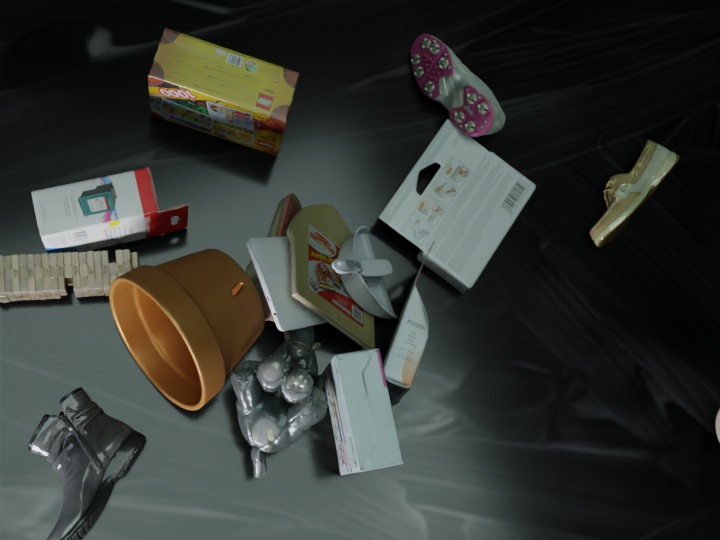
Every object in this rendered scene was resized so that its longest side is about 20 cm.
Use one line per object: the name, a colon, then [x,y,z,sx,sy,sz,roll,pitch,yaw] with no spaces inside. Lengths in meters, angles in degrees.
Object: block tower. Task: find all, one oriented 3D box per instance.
block tower: [-0.405,0.007,1.391,0.196,0.054,0.059,-5,77,-12]

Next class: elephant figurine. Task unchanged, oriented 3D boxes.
elephant figurine: [-0.099,0.154,1.390,0.154,0.200,0.143,-29,100,10]

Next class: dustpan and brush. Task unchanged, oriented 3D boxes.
dustpan and brush: [0.000,0.000,1.402,0.057,0.199,0.142,-24,78,30]

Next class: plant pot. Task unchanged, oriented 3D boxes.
plant pot: [-0.221,0.065,1.353,0.139,0.200,0.201,-34,85,-32]

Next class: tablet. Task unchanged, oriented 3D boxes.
tablet: [-0.079,0.013,1.400,0.014,0.199,0.132,-25,81,28]

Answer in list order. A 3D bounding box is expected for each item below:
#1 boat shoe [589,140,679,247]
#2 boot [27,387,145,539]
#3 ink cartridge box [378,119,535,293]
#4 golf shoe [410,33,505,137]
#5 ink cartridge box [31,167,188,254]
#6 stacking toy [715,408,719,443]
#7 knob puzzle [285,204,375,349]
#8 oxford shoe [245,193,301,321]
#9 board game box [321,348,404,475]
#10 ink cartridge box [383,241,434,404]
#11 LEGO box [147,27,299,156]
boat shoe: [0.414,-0.122,1.573,0.066,0.074,0.200,40,71,13]
boot: [-0.389,0.267,1.336,0.131,0.070,0.201,32,63,1]
ink cartridge box: [0.144,-0.097,1.525,0.173,0.044,0.201,36,74,-1]
golf shoe: [0.150,-0.282,1.561,0.091,0.075,0.201,-2,54,-54]
ink cartridge box: [-0.341,-0.082,1.391,0.197,0.116,0.068,-13,79,-14]
stacking toy: [0.643,0.207,1.523,0.199,0.146,0.147,-37,86,-32]
knob puzzle: [-0.046,-0.006,1.426,0.030,0.219,0.223,-25,81,28]
oxford shoe: [-0.129,-0.021,1.443,0.073,0.071,0.203,-4,56,26]
board game box: [-0.002,0.193,1.349,0.063,0.200,0.150,-9,80,-10]
ink cartridge box: [0.075,0.078,1.410,0.049,0.162,0.202,23,75,2]
LEGO box: [-0.196,-0.250,1.439,0.197,0.149,0.078,17,75,-6]
